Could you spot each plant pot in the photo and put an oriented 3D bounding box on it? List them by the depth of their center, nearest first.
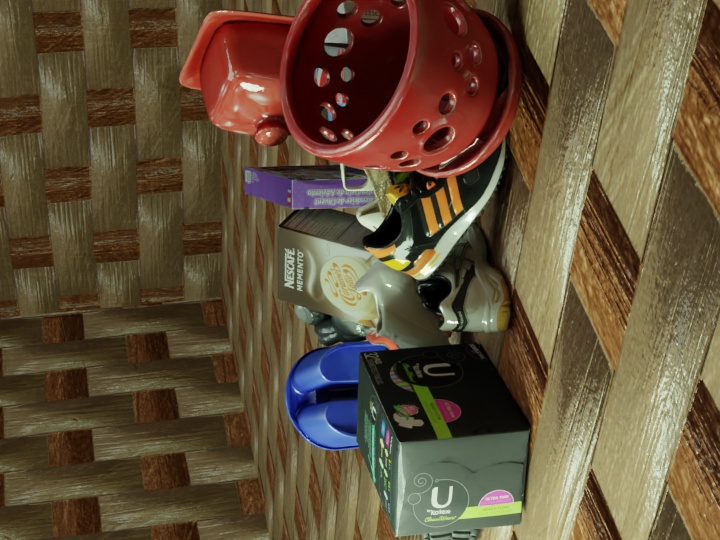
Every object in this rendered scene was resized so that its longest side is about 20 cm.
[{"bbox_3d":[0.047,-0.189,1.403,0.200,0.182,0.201,-17,66,44],"label":"plant pot"}]

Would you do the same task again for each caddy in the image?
[{"bbox_3d":[-0.003,0.168,1.914,0.105,0.199,0.142,-26,68,61],"label":"caddy"}]

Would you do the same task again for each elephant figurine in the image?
[{"bbox_3d":[0.012,0.010,1.961,0.155,0.200,0.141,51,139,2],"label":"elephant figurine"}]

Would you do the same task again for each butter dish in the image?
[{"bbox_3d":[-0.121,-0.232,1.837,0.199,0.199,0.148,132,137,-60],"label":"butter dish"}]

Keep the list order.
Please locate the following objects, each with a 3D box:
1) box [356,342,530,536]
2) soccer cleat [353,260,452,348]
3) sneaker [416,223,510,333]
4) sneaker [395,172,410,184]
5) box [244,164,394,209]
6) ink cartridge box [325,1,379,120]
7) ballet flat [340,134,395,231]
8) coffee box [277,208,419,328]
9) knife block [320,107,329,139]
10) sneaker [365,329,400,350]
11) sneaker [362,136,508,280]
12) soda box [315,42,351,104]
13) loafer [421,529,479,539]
[{"bbox_3d":[0.086,0.184,1.570,0.200,0.148,0.125,-118,27,-62],"label":"box"},{"bbox_3d":[0.062,0.071,1.679,0.200,0.077,0.069,59,178,-24],"label":"soccer cleat"},{"bbox_3d":[0.101,0.003,1.577,0.200,0.087,0.076,-114,20,-62],"label":"sneaker"},{"bbox_3d":[0.038,-0.116,1.864,0.084,0.074,0.201,-165,70,-74],"label":"sneaker"},{"bbox_3d":[-0.056,-0.108,1.811,0.200,0.136,0.039,-158,66,-67],"label":"box"},{"bbox_3d":[0.015,-0.268,1.770,0.067,0.116,0.201,-17,78,57],"label":"ink cartridge box"},{"bbox_3d":[0.017,-0.092,1.624,0.071,0.065,0.201,-90,-20,-80],"label":"ballet flat"},{"bbox_3d":[0.000,0.000,1.777,0.080,0.199,0.115,-47,-34,-51],"label":"coffee box"},{"bbox_3d":[-0.016,-0.236,1.909,0.176,0.064,0.201,151,142,-76],"label":"knife block"},{"bbox_3d":[0.056,0.158,1.828,0.075,0.084,0.201,-146,41,-73],"label":"sneaker"},{"bbox_3d":[0.077,-0.082,1.499,0.200,0.090,0.070,-58,26,24],"label":"sneaker"},{"bbox_3d":[-0.020,-0.228,1.624,0.200,0.070,0.064,-150,61,-67],"label":"soda box"},{"bbox_3d":[0.108,0.260,1.730,0.071,0.073,0.201,-177,87,-89],"label":"loafer"}]
